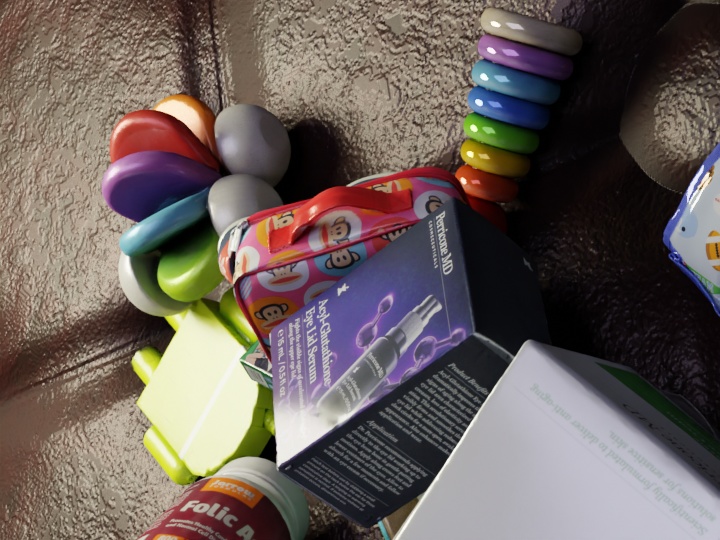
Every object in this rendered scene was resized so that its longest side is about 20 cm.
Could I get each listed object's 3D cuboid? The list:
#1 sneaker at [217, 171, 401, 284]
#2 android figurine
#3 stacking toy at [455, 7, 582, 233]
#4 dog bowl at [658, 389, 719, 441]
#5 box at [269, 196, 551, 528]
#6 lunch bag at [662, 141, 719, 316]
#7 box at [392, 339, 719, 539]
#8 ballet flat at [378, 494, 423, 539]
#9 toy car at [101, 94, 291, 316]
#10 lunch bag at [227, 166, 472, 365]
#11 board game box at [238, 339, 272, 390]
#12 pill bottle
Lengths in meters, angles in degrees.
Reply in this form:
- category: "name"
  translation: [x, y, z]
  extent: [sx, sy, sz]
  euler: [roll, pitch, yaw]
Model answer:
- category: "sneaker"
  translation: [-0.025, -0.025, 1.610]
  extent: [0.198, 0.085, 0.076]
  euler: [-18, 104, 6]
- category: "android figurine"
  translation: [-0.135, 0.109, 1.753]
  extent: [0.200, 0.041, 0.183]
  euler: [41, 107, 42]
- category: "stacking toy"
  translation: [0.114, -0.106, 1.560]
  extent: [0.085, 0.085, 0.202]
  euler: [22, 100, 42]
- category: "dog bowl"
  translation: [0.196, 0.179, 1.418]
  extent: [0.198, 0.058, 0.202]
  euler: [-6, 79, 34]
- category: "box"
  translation: [0.037, 0.070, 1.429]
  extent: [0.199, 0.104, 0.149]
  euler: [-37, 36, 24]
- category: "lunch bag"
  translation: [0.324, -0.033, 1.326]
  extent: [0.200, 0.123, 0.170]
  euler: [-47, 54, 14]
- category: "box"
  translation: [0.163, 0.188, 1.300]
  extent: [0.199, 0.171, 0.201]
  euler: [40, 104, 32]
- category: "ballet flat"
  translation: [0.029, 0.147, 1.593]
  extent: [0.072, 0.068, 0.201]
  euler: [-33, 54, 13]
- category: "toy car"
  translation: [-0.163, -0.071, 1.728]
  extent: [0.174, 0.150, 0.202]
  euler: [-28, 43, 32]
- category: "lunch bag"
  translation: [0.000, 0.000, 1.514]
  extent: [0.198, 0.177, 0.082]
  euler: [-15, 46, 12]
- category: "board game box"
  translation: [0.010, 0.067, 1.597]
  extent: [0.199, 0.029, 0.135]
  euler: [24, 62, 42]
- category: "pill bottle"
  translation: [-0.123, 0.240, 1.596]
  extent: [0.113, 0.200, 0.115]
  euler: [8, 113, 20]
